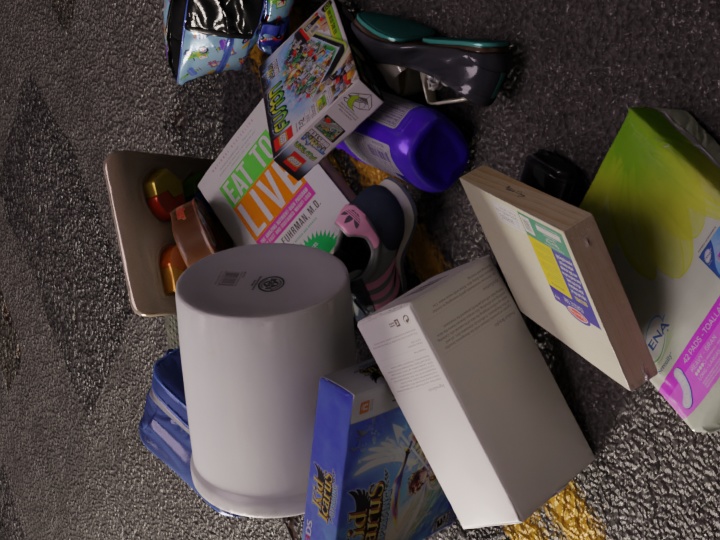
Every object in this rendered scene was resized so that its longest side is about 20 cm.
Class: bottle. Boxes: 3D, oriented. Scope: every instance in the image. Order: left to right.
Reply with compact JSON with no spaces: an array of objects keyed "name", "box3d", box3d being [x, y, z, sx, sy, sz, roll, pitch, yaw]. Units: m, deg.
[{"name":"bottle","box3d":[0.015,-0.135,1.131,0.065,0.084,0.200,-53,41,-6]}]

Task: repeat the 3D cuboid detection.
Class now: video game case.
[{"name":"video game case","box3d":[0.031,0.170,1.087,0.045,0.181,0.201,25,118,39]}]

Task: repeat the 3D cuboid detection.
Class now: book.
[{"name":"book","box3d":[-0.082,-0.070,1.264,0.134,0.048,0.200,-48,56,15]}]

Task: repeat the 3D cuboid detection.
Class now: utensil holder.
[{"name":"utensil holder","box3d":[-0.081,0.096,1.099,0.170,0.170,0.201,30,130,48]}]

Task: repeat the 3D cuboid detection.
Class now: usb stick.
[{"name":"usb stick","box3d":[0.141,-0.006,1.025,0.055,0.033,0.201,36,125,37]}]

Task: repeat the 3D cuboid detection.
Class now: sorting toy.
[{"name":"sorting toy","box3d":[-0.198,-0.044,1.362,0.036,0.200,0.186,-15,85,31]}]

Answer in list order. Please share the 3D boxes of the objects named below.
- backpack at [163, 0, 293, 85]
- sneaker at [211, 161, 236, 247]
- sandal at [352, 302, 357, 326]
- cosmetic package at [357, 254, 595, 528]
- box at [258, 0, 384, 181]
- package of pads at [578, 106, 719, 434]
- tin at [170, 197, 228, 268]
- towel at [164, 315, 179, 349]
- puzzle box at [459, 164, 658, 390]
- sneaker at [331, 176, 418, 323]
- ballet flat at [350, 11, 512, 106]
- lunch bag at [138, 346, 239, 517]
[{"name":"backpack","box3d":[-0.139,-0.292,1.243,0.200,0.134,0.183,108,163,-50]},{"name":"sneaker","box3d":[-0.108,-0.061,1.346,0.085,0.074,0.200,-38,59,24]},{"name":"sandal","box3d":[-0.056,0.053,1.293,0.080,0.057,0.201,62,141,25]},{"name":"cosmetic package","box3d":[0.098,0.103,1.002,0.085,0.107,0.201,-23,93,53]},{"name":"box","box3d":[-0.042,-0.177,1.131,0.110,0.035,0.200,-41,31,17]},{"name":"package of pads","box3d":[0.237,0.000,0.858,0.200,0.068,0.155,56,138,36]},{"name":"tin","box3d":[-0.151,0.014,1.302,0.200,0.042,0.112,64,178,-29]},{"name":"towel","box3d":[-0.192,0.103,1.510,0.200,0.034,0.193,37,137,43]},{"name":"puzzle box","box3d":[0.144,-0.001,0.891,0.133,0.025,0.200,64,173,-21]},{"name":"sneaker","box3d":[0.000,0.000,1.154,0.070,0.082,0.200,40,145,32]},{"name":"ballet flat","box3d":[0.056,-0.187,1.075,0.200,0.073,0.073,26,118,47]},{"name":"lunch bag","box3d":[-0.153,0.159,1.351,0.200,0.136,0.133,37,132,17]}]
